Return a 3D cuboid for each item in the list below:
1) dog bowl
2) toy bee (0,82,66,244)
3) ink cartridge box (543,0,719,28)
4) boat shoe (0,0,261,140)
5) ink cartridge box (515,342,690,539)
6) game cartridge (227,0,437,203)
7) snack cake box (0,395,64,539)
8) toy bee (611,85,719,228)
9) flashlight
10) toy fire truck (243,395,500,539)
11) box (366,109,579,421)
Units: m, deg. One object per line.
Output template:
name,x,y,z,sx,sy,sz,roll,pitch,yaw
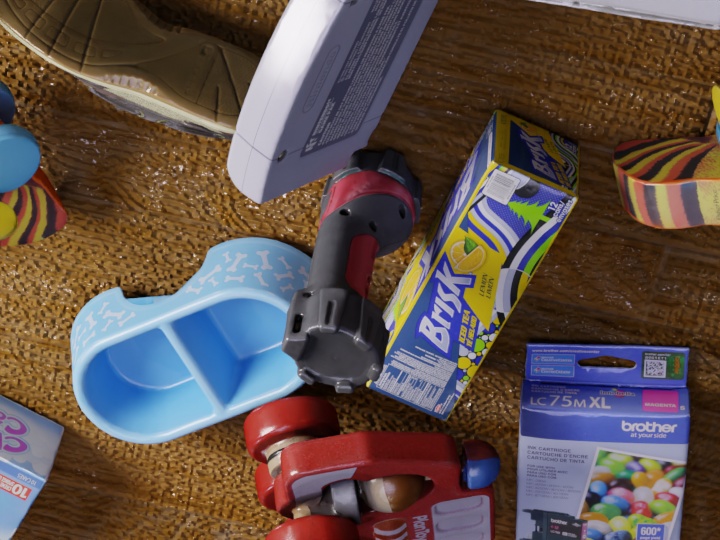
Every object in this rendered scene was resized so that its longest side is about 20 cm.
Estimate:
dog bowl,-0.111,0.054,1.604,0.199,0.050,0.112,-21,119,20
toy bee,-0.267,-0.083,1.494,0.108,0.131,0.201,-25,121,-7
ink cartridge box,0.141,-0.251,1.282,0.145,0.201,0.148,10,125,0
boat shoe,-0.148,-0.132,1.482,0.199,0.073,0.065,28,156,3
ink cartridge box,0.170,0.142,1.646,0.118,0.042,0.201,3,122,4
game cartridge,-0.010,-0.136,1.429,0.042,0.133,0.201,42,125,21
snack cake box,-0.328,0.125,1.675,0.199,0.067,0.115,27,122,-11
toy bee,0.254,-0.061,1.459,0.199,0.109,0.131,-28,114,23
flashlight,0.000,0.000,1.474,0.067,0.201,0.068,-21,120,19
toy fire truck,0.013,0.156,1.610,0.167,0.113,0.200,-11,152,-3
box,0.073,-0.002,1.541,0.064,0.070,0.201,23,123,-10
